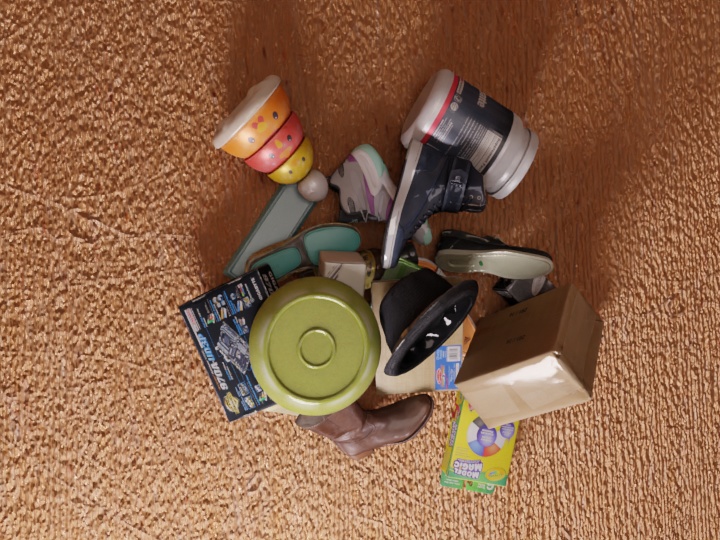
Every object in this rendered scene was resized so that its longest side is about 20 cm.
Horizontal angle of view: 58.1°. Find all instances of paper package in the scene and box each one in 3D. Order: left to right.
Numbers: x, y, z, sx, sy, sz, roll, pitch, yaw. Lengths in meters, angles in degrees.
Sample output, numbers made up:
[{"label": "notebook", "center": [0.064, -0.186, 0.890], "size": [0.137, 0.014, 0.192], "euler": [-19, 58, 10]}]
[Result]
[{"label": "paper package", "center": [0.274, 0.136, 1.042], "size": [0.104, 0.199, 0.191], "euler": [50, 41, -12]}]

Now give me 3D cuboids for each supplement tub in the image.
[{"label": "supplement tub", "center": [0.178, -0.222, 1.072], "size": [0.197, 0.140, 0.142], "euler": [29, 87, -11]}]

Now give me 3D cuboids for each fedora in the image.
[{"label": "fedora", "center": [0.087, 0.065, 0.986], "size": [0.200, 0.201, 0.092], "euler": [-39, 68, -7]}]

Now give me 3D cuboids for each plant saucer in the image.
[{"label": "plant saucer", "center": [-0.146, -0.061, 1.078], "size": [0.069, 0.019, 0.202], "euler": [34, 85, -11]}, {"label": "plant saucer", "center": [-0.064, 0.111, 0.941], "size": [0.195, 0.031, 0.205], "euler": [0, 90, -8]}]

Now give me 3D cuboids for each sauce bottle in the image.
[{"label": "sauce bottle", "center": [0.000, 0.000, 1.085], "size": [0.196, 0.065, 0.066], "euler": [-20, 96, -10]}]

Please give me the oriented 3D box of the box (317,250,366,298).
[{"label": "box", "center": [-0.036, 0.076, 1.019], "size": [0.067, 0.082, 0.205], "euler": [2, 102, -11]}]

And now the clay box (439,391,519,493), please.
[{"label": "clay box", "center": [0.215, 0.296, 1.148], "size": [0.112, 0.048, 0.205], "euler": [11, 89, -11]}]

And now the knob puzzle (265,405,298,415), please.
[{"label": "knob puzzle", "center": [-0.162, 0.136, 1.074], "size": [0.214, 0.030, 0.225], "euler": [-1, 98, -8]}]

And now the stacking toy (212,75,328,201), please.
[{"label": "stacking toy", "center": [-0.121, -0.191, 1.028], "size": [0.200, 0.146, 0.147], "euler": [43, 84, -21]}]

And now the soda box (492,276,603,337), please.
[{"label": "soda box", "center": [0.334, 0.073, 1.155], "size": [0.200, 0.063, 0.071], "euler": [43, 84, -10]}]

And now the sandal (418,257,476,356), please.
[{"label": "sandal", "center": [0.148, 0.063, 1.119], "size": [0.079, 0.059, 0.207], "euler": [-41, 99, -7]}]

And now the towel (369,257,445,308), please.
[{"label": "towel", "center": [0.077, 0.088, 1.086], "size": [0.147, 0.031, 0.203], "euler": [22, 108, -8]}]

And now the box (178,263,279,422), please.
[{"label": "box", "center": [-0.172, 0.114, 0.997], "size": [0.157, 0.046, 0.203], "euler": [-24, 92, 21]}]

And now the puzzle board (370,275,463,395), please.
[{"label": "puzzle board", "center": [0.095, 0.109, 1.069], "size": [0.147, 0.017, 0.204], "euler": [-3, 109, 0]}]

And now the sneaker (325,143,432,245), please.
[{"label": "sneaker", "center": [0.017, -0.093, 1.080], "size": [0.139, 0.078, 0.201], "euler": [-39, 83, -4]}]

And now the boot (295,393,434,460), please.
[{"label": "boot", "center": [0.011, 0.222, 1.030], "size": [0.185, 0.065, 0.201], "euler": [-34, 137, 4]}]

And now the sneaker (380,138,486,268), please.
[{"label": "sneaker", "center": [0.115, -0.086, 1.005], "size": [0.143, 0.077, 0.206], "euler": [18, 87, -2]}]

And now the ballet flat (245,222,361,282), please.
[{"label": "ballet flat", "center": [-0.096, -0.031, 1.052], "size": [0.197, 0.071, 0.072], "euler": [-22, 96, -14]}]

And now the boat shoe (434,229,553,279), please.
[{"label": "boat shoe", "center": [0.227, -0.033, 1.099], "size": [0.196, 0.072, 0.069], "euler": [7, 54, 15]}]
